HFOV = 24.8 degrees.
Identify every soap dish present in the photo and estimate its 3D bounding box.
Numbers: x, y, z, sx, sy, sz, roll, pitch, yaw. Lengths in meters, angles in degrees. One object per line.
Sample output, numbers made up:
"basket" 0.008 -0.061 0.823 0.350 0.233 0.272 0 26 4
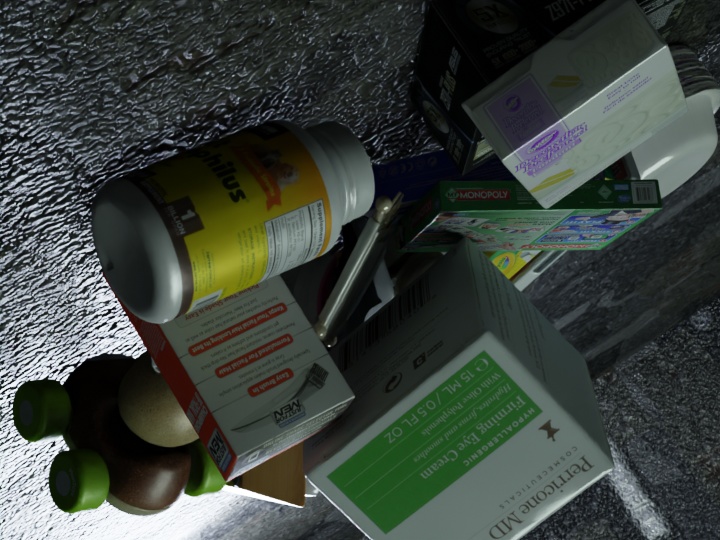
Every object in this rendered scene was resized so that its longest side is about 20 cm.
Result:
"soap dish" -0.107 0.138 1.556 0.081 0.158 0.200 3 176 -25

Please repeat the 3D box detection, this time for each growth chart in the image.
"growth chart" 0.000 0.000 1.377 0.145 0.018 0.200 -63 176 -1

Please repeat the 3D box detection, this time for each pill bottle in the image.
"pill bottle" -0.090 -0.044 1.209 0.199 0.109 0.109 -24 162 -31

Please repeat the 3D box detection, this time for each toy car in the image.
"toy car" -0.176 0.099 1.421 0.164 0.158 0.200 -1 136 -44

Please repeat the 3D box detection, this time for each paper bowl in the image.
"paper bowl" 0.291 -0.134 1.712 0.200 0.105 0.201 -29 164 -9

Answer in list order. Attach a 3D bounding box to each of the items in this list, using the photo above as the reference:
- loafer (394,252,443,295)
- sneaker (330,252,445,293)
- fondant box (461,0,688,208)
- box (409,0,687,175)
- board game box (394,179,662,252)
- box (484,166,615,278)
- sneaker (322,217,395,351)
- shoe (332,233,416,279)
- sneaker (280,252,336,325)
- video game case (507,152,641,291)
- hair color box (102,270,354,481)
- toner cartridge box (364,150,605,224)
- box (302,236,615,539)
"loafer" 0.066 0.030 1.615 0.076 0.067 0.200 -42 154 -9
"sneaker" 0.044 0.007 1.722 0.199 0.080 0.074 2 147 -34
"fondant box" 0.169 -0.125 1.254 0.144 0.058 0.200 -35 163 9
"box" 0.150 -0.186 1.302 0.199 0.086 0.164 -29 164 -13
"board game box" 0.143 -0.046 1.429 0.199 0.029 0.135 -1 167 -16
"box" 0.152 -0.073 1.590 0.048 0.118 0.200 16 134 -33
"sneaker" -0.021 0.046 1.564 0.111 0.073 0.201 -17 130 -3
"shoe" 0.059 -0.037 1.588 0.200 0.054 0.070 -34 161 30
"sneaker" -0.075 0.009 1.479 0.088 0.082 0.200 13 173 -4
"video game case" 0.184 -0.081 1.604 0.017 0.143 0.200 18 134 -34
"hair color box" -0.106 0.050 1.289 0.111 0.200 0.064 -25 163 -25
"toner cartridge box" 0.106 -0.079 1.440 0.199 0.043 0.095 -11 165 27
"box" 0.077 0.122 1.381 0.199 0.171 0.200 -40 -162 15
